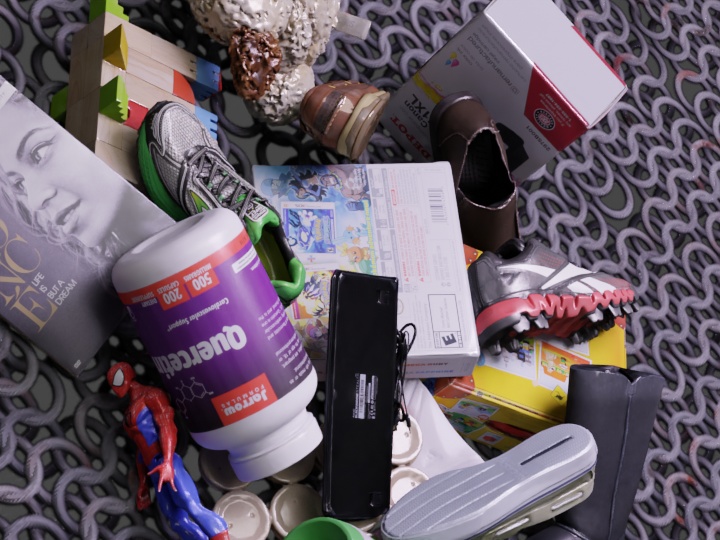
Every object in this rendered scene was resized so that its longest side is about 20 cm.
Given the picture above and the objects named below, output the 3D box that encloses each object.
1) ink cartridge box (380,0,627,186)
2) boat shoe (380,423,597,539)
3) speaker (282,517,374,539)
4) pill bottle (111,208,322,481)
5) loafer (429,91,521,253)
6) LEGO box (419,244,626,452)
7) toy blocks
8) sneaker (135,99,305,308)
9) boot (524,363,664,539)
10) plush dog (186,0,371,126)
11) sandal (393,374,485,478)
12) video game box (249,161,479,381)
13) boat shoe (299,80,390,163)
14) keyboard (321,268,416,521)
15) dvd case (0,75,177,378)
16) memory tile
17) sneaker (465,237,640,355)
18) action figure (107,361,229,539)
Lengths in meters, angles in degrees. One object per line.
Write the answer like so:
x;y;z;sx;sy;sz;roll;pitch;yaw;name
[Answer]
0.128;-0.157;1.902;0.146;0.200;0.083;47;50;-3;ink cartridge box
0.111;0.194;1.671;0.199;0.072;0.063;-22;121;-15;boat shoe
0.010;0.268;1.589;0.200;0.088;0.089;48;38;-46;speaker
-0.107;0.060;1.605;0.112;0.112;0.201;-37;105;-43;pill bottle
0.108;-0.061;1.861;0.072;0.071;0.201;-23;120;-10;loafer
0.144;0.083;1.854;0.199;0.077;0.150;21;54;-25;LEGO box
-0.181;-0.121;1.738;0.136;0.100;0.202;24;54;-36;toy blocks
-0.107;-0.056;1.668;0.078;0.085;0.201;-41;100;-35;sneaker
0.181;0.180;1.761;0.164;0.065;0.202;4;102;-45;boot
-0.091;-0.240;1.792;0.201;0.160;0.172;58;23;6;plush dog
0.047;0.159;1.751;0.079;0.059;0.207;-36;76;-19;sandal
0.000;0.000;1.769;0.180;0.047;0.202;0;59;-11;video game box
-0.017;-0.141;1.818;0.067;0.200;0.072;28;94;0;boat shoe
-0.002;0.104;1.668;0.104;0.039;0.202;9;82;-46;keyboard
-0.258;-0.035;1.623;0.200;0.016;0.149;40;78;-10;dvd case
-0.029;0.196;1.666;0.198;0.017;0.155;-6;69;-22;memory tile
0.168;0.015;1.809;0.199;0.071;0.099;-5;63;-42;sneaker
-0.151;0.162;1.598;0.051;0.065;0.201;-15;73;-30;action figure
